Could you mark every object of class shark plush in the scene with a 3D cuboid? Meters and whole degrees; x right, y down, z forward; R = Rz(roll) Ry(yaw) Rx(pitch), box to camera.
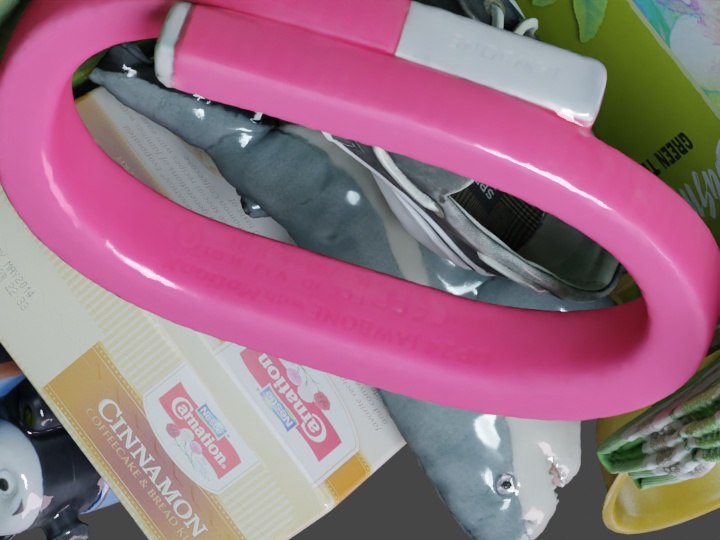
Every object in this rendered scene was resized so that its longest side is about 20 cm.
[{"bbox_3d":[0.000,0.000,0.874,0.083,0.200,0.091,-50,-158,-6],"label":"shark plush"}]

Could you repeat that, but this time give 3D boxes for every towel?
[{"bbox_3d":[0.148,0.010,0.770,0.149,0.031,0.200,-34,177,-11],"label":"towel"}]

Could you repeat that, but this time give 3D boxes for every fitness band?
[{"bbox_3d":[-0.002,-0.017,0.733,0.144,0.199,0.038,103,5,-59],"label":"fitness band"}]

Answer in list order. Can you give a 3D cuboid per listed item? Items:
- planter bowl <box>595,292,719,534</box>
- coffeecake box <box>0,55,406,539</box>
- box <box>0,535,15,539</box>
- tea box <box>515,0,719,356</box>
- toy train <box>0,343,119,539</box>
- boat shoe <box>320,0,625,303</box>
[{"bbox_3d":[0.147,0.002,0.993,0.200,0.084,0.201,-30,159,-12],"label":"planter bowl"},{"bbox_3d":[-0.031,-0.004,0.965,0.073,0.154,0.200,-37,180,35],"label":"coffeecake box"},{"bbox_3d":[-0.108,0.024,1.189,0.164,0.086,0.200,-39,178,-25],"label":"box"},{"bbox_3d":[0.114,-0.105,0.805,0.133,0.197,0.200,-38,177,-23],"label":"tea box"},{"bbox_3d":[-0.087,0.034,1.006,0.200,0.115,0.087,-15,160,-49],"label":"toy train"},{"bbox_3d":[0.024,-0.056,0.763,0.072,0.071,0.200,-59,143,-10],"label":"boat shoe"}]
